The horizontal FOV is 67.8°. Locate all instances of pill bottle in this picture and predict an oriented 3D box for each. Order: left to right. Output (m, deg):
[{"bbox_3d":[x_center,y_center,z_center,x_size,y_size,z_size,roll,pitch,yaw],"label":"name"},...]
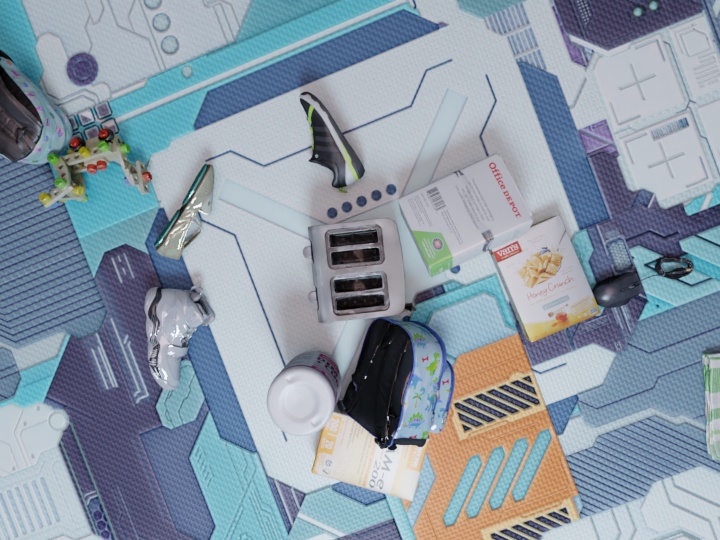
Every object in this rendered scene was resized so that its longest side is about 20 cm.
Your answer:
[{"bbox_3d":[-0.092,0.208,0.957,0.112,0.200,0.114,0,92,2],"label":"pill bottle"}]

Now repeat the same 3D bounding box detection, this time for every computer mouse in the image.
[{"bbox_3d":[0.532,0.021,1.003,0.199,0.034,0.059,-21,89,0],"label":"computer mouse"}]

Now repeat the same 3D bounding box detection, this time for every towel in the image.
[{"bbox_3d":[0.727,0.252,1.010,0.151,0.023,0.202,-5,91,2],"label":"towel"}]

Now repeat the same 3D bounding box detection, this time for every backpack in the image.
[{"bbox_3d":[-0.650,-0.295,1.004,0.200,0.127,0.167,44,105,0],"label":"backpack"},{"bbox_3d":[0.075,0.190,0.958,0.146,0.183,0.202,9,98,-33],"label":"backpack"}]

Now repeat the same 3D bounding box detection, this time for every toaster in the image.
[{"bbox_3d":[0.000,0.000,0.987,0.198,0.119,0.182,-6,92,3],"label":"toaster"}]

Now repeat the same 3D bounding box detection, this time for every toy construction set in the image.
[{"bbox_3d":[-0.501,-0.190,1.017,0.198,0.092,0.132,-8,67,-5],"label":"toy construction set"}]

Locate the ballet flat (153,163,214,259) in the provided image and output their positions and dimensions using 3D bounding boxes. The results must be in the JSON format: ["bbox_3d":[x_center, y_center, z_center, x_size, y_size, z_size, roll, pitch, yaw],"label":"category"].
[{"bbox_3d":[-0.324,-0.110,1.036,0.062,0.067,0.201,31,97,-27],"label":"ballet flat"}]

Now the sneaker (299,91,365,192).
[{"bbox_3d":[-0.071,-0.239,1.006,0.083,0.072,0.201,-33,90,4],"label":"sneaker"}]

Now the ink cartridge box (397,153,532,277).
[{"bbox_3d":[0.188,-0.099,0.976,0.199,0.084,0.146,-24,75,3],"label":"ink cartridge box"}]

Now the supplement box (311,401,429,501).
[{"bbox_3d":[0.019,0.340,1.019,0.199,0.074,0.127,14,93,2],"label":"supplement box"}]

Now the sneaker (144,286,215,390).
[{"bbox_3d":[-0.342,0.126,1.027,0.114,0.075,0.202,-8,88,6],"label":"sneaker"}]

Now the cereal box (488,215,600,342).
[{"bbox_3d":[0.344,0.015,1.011,0.143,0.040,0.201,-24,91,3],"label":"cereal box"}]
